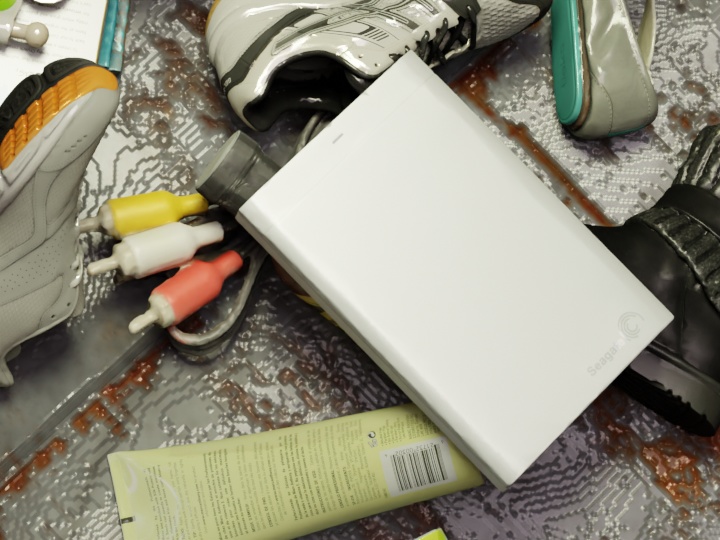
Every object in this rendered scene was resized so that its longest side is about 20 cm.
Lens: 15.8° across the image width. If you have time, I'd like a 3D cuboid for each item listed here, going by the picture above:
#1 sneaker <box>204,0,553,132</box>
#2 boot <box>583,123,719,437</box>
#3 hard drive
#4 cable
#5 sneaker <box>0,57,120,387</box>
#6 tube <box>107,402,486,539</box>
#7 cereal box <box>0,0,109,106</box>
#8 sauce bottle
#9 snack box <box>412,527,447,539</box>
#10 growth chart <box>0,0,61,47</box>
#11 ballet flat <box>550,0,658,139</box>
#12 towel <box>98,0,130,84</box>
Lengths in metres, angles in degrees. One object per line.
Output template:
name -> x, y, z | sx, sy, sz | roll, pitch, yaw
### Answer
sneaker -> 0.017, -0.122, 1.446 | 0.199, 0.076, 0.088 | -12, 53, -3
boot -> 0.156, -0.025, 1.447 | 0.211, 0.079, 0.158 | 35, 79, -10
hard drive -> 0.050, -0.001, 1.365 | 0.200, 0.026, 0.132 | 45, 72, 4
cable -> -0.056, -0.026, 1.429 | 0.199, 0.050, 0.097 | -29, 80, -16
sneaker -> -0.170, -0.023, 1.364 | 0.092, 0.200, 0.076 | 29, 28, -21
tube -> -0.034, 0.111, 1.390 | 0.199, 0.052, 0.058 | -15, 36, 5
cereal box -> -0.208, -0.155, 1.422 | 0.143, 0.040, 0.201 | 10, 72, -5
sauce bottle -> 0.000, 0.000, 1.408 | 0.200, 0.065, 0.065 | 39, 72, -9
snack box -> -0.017, 0.243, 1.362 | 0.199, 0.053, 0.143 | -25, 79, -15
growth chart -> -0.220, -0.218, 1.410 | 0.144, 0.018, 0.201 | 4, 73, -3
ballet flat -> 0.134, -0.175, 1.497 | 0.063, 0.067, 0.201 | -6, 82, -15
towel -> -0.197, -0.209, 1.472 | 0.146, 0.022, 0.201 | 8, 74, -8
